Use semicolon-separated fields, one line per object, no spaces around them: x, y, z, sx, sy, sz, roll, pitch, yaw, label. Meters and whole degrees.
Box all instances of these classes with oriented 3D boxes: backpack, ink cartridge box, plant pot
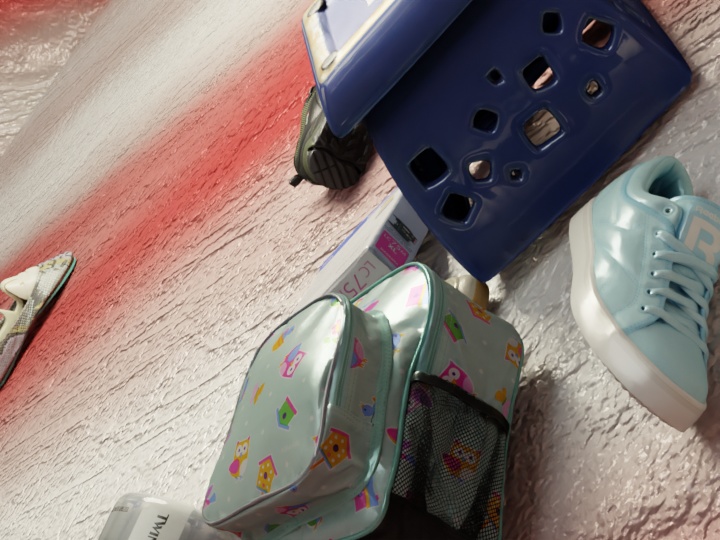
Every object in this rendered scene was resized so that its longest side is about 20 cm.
0.007;0.095;0.936;0.176;0.153;0.201;-37;23;49;backpack
0.000;0.000;1.159;0.119;0.042;0.200;-46;8;23;ink cartridge box
0.075;-0.148;1.058;0.200;0.179;0.200;-46;24;16;plant pot

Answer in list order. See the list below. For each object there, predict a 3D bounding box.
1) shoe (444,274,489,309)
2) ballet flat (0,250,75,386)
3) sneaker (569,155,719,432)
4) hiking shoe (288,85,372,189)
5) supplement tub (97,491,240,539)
0.011;0.071;1.077;0.200;0.053;0.070;-46;25;24;shoe
-0.436;0.051;1.979;0.201;0.072;0.072;-60;23;-8;ballet flat
0.162;-0.001;0.844;0.082;0.074;0.201;-48;25;26;sneaker
-0.012;-0.167;1.405;0.100;0.075;0.201;4;64;60;hiking shoe
-0.150;0.263;1.059;0.122;0.122;0.201;-16;45;57;supplement tub
